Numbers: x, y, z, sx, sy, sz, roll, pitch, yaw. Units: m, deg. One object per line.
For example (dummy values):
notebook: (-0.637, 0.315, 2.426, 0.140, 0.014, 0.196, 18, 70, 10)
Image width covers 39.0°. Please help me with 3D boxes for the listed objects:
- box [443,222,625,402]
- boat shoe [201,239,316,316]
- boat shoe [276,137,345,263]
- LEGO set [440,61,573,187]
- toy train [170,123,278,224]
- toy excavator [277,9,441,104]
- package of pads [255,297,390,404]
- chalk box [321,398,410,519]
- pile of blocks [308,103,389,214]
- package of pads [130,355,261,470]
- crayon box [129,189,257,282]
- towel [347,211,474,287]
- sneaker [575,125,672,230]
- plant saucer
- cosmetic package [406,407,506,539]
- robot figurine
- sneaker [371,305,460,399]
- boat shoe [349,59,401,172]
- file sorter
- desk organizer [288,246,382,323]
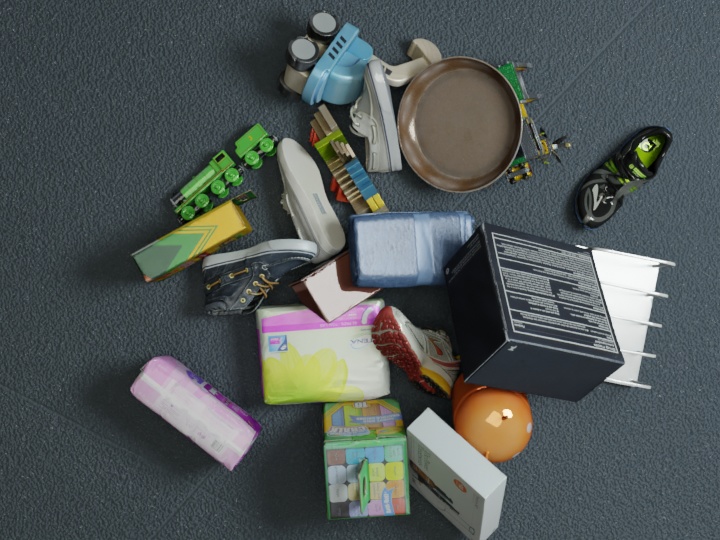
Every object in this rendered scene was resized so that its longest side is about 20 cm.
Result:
box: (0.239, 0.063, 1.437, 0.199, 0.123, 0.199, 13, 49, -24)
boat shoe: (-0.151, 0.014, 1.529, 0.199, 0.071, 0.091, -12, 71, 28)
boat shoe: (-0.089, -0.106, 1.565, 0.068, 0.072, 0.201, -34, 79, 33)
LEGO set: (0.221, -0.231, 1.570, 0.153, 0.116, 0.201, -28, 86, 28)
toy train: (-0.214, -0.150, 1.577, 0.200, 0.042, 0.056, -41, 81, -1)
toy excavator: (0.001, -0.309, 1.546, 0.199, 0.100, 0.195, 32, 61, 0)
package of pads: (-0.056, 0.126, 1.561, 0.199, 0.068, 0.155, -5, 93, -2)
chalk box: (0.008, 0.282, 1.490, 0.123, 0.200, 0.125, -3, 105, -3)
pile of blocks: (-0.028, -0.152, 1.559, 0.062, 0.082, 0.201, -32, 90, 3)
package of pads: (-0.246, 0.209, 1.534, 0.200, 0.121, 0.076, 38, 89, 0)
crayon box: (-0.237, -0.050, 1.531, 0.199, 0.127, 0.051, -29, 91, 0)
towel: (0.077, -0.031, 1.505, 0.199, 0.048, 0.112, -2, 88, -22)
sneaker: (0.405, -0.149, 1.568, 0.071, 0.083, 0.200, 43, 89, -1)
plant saucer: (0.151, -0.218, 1.523, 0.199, 0.032, 0.201, 5, 101, 26)
cosmetic package: (0.136, 0.305, 1.481, 0.151, 0.200, 0.052, 37, 66, 25)
robot figurine: (0.193, 0.211, 1.502, 0.143, 0.200, 0.117, -23, 103, 9)
sneaker: (0.086, 0.112, 1.536, 0.200, 0.078, 0.082, 49, 60, -40)
boat shoe: (0.017, -0.225, 1.523, 0.069, 0.200, 0.071, -10, 50, 3)
file sorter: (0.385, 0.072, 1.548, 0.138, 0.125, 0.201, 11, 90, -1)
desk organizer: (0.000, 0.000, 1.536, 0.200, 0.072, 0.077, -32, 94, -20)
